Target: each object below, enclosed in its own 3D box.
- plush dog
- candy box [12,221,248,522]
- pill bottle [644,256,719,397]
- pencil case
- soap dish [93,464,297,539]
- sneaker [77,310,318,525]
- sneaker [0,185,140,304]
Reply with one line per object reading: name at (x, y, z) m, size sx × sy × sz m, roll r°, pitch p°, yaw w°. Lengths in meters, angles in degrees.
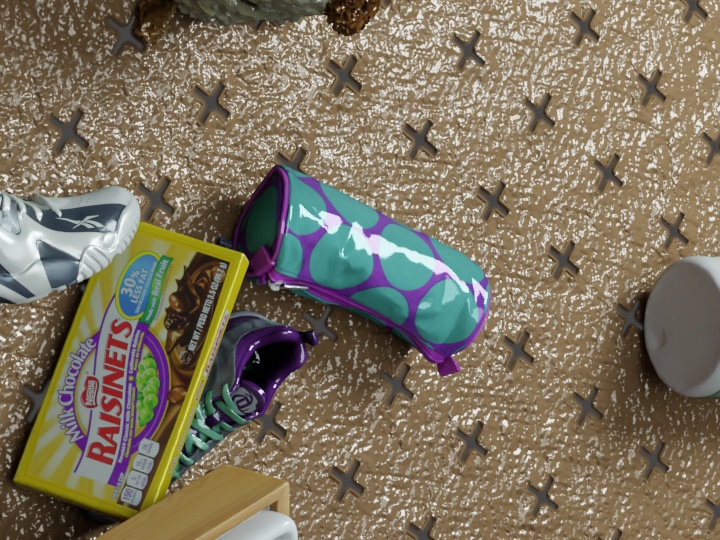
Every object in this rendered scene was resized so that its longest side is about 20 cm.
plush dog at (-0.074, -0.226, 1.704) m, size 0.200 × 0.171 × 0.161 m, roll 48°, pitch 66°, yaw -25°
candy box at (-0.157, 0.069, 1.703) m, size 0.102 × 0.026 × 0.201 m, roll 16°, pitch 77°, yaw 12°
pill bottle at (0.339, 0.048, 2.014) m, size 0.199 × 0.112 × 0.114 m, roll 2°, pitch 89°, yaw -34°
pencil case at (0.000, 0.000, 1.806) m, size 0.199 × 0.085 × 0.093 m, roll 24°, pitch 61°, yaw -31°
soap dish at (-0.120, 0.236, 1.681) m, size 0.157 × 0.081 × 0.201 m, roll -30°, pitch 142°, yaw -29°
sneaker at (-0.117, 0.099, 1.726) m, size 0.200 × 0.087 × 0.075 m, roll -47°, pitch 114°, yaw -25°
sneaker at (-0.246, -0.045, 1.645) m, size 0.198 × 0.079 × 0.130 m, roll -25°, pitch 112°, yaw -21°
